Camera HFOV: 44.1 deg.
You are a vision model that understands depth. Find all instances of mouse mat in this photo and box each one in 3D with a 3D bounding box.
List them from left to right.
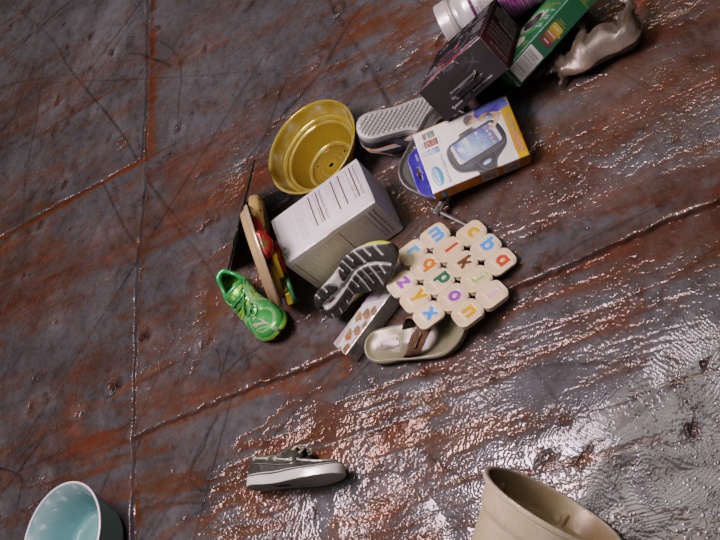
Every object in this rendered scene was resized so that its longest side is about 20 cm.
[{"bbox_3d":[-0.232,-0.104,1.720,0.007,0.200,0.164,13,68,-7],"label":"mouse mat"}]

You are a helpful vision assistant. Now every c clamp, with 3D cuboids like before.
[{"bbox_3d":[0.156,-0.188,1.553,0.169,0.027,0.203,21,82,19],"label":"c clamp"}]

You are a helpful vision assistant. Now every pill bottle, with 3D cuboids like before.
[{"bbox_3d":[0.236,-0.494,1.616,0.198,0.112,0.114,-27,55,21],"label":"pill bottle"}]

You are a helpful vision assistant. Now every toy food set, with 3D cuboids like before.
[{"bbox_3d":[-0.166,-0.027,1.603,0.048,0.201,0.200,-19,23,-4],"label":"toy food set"}]

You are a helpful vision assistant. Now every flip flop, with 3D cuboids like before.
[{"bbox_3d":[0.087,0.104,1.453,0.197,0.057,0.082,-15,60,27],"label":"flip flop"}]

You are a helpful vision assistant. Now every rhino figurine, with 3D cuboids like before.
[{"bbox_3d":[0.379,-0.372,1.490,0.198,0.060,0.089,-28,51,22],"label":"rhino figurine"}]

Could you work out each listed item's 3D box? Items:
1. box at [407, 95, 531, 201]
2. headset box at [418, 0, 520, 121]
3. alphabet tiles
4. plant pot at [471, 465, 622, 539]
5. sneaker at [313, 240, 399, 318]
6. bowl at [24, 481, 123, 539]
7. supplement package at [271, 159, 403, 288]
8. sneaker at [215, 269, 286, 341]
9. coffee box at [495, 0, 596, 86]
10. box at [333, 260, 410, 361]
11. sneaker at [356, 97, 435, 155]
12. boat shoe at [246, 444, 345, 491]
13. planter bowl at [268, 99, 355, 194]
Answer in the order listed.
[{"bbox_3d":[0.178,-0.203,1.514,0.197,0.042,0.121,-21,69,7],"label":"box"},{"bbox_3d":[0.187,-0.357,1.523,0.148,0.075,0.201,-38,17,35],"label":"headset box"},{"bbox_3d":[0.148,0.007,1.452,0.194,0.015,0.200,-36,52,-6],"label":"alphabet tiles"},{"bbox_3d":[0.212,0.387,1.157,0.199,0.199,0.186,30,97,40],"label":"plant pot"},{"bbox_3d":[0.000,0.000,1.525,0.199,0.078,0.090,-36,6,39],"label":"sneaker"},{"bbox_3d":[-0.515,0.501,1.641,0.198,0.105,0.204,-16,60,28],"label":"bowl"},{"bbox_3d":[-0.042,-0.082,1.600,0.199,0.114,0.111,-34,53,14],"label":"supplement package"},{"bbox_3d":[-0.212,0.064,1.664,0.199,0.083,0.074,37,89,40],"label":"sneaker"},{"bbox_3d":[0.310,-0.405,1.527,0.200,0.044,0.123,-49,14,4],"label":"coffee box"},{"bbox_3d":[0.032,0.062,1.525,0.039,0.041,0.201,37,92,40],"label":"box"},{"bbox_3d":[0.092,-0.263,1.629,0.196,0.080,0.080,-7,69,3],"label":"sneaker"},{"bbox_3d":[-0.110,0.323,1.473,0.197,0.070,0.065,-13,61,31],"label":"boat shoe"},{"bbox_3d":[-0.074,-0.219,1.711,0.198,0.083,0.204,-15,59,27],"label":"planter bowl"}]
